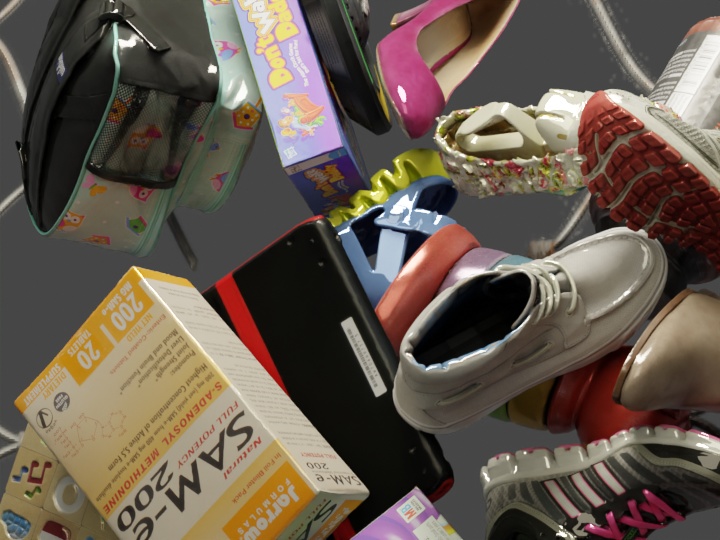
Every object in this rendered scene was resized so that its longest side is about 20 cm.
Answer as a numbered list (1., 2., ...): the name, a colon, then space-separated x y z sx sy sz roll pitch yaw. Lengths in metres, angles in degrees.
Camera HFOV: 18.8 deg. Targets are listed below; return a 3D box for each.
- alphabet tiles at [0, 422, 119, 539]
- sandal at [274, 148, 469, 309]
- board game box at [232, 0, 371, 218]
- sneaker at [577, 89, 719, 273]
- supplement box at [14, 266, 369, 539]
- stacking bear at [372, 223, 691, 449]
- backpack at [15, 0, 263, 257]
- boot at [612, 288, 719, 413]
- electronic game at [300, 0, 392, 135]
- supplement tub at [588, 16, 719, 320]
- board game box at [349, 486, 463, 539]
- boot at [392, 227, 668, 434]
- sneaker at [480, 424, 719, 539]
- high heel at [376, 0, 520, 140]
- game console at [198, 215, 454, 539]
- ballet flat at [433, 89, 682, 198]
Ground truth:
1. alphabet tiles: -0.171 0.175 1.439 0.166 0.006 0.200 19 90 27
2. sandal: 0.000 0.000 1.508 0.200 0.080 0.087 -39 59 -8
3. board game box: -0.047 -0.147 1.550 0.045 0.134 0.200 -19 70 5
4. sneaker: 0.214 -0.057 1.359 0.078 0.200 0.082 -27 40 46
5. supplement box: -0.109 0.112 1.375 0.126 0.074 0.200 -48 66 12
6. stacking bear: 0.121 0.060 1.415 0.200 0.121 0.114 27 76 20
7. backpack: -0.164 -0.112 1.567 0.200 0.153 0.176 -56 35 30
8. boot: 0.249 0.071 1.327 0.146 0.070 0.200 30 28 16
9. electronic game: -0.016 -0.192 1.559 0.042 0.200 0.200 -18 54 5
10. supplement tub: 0.223 -0.065 1.459 0.107 0.107 0.200 21 67 28
11. board game box: -0.003 0.248 1.328 0.200 0.105 0.103 -38 55 -8
12. boot: 0.108 0.025 1.323 0.200 0.096 0.074 -34 70 -14
13. sneaker: 0.154 0.152 1.337 0.200 0.074 0.088 -13 54 37
14. high heel: 0.068 -0.156 1.559 0.096 0.067 0.200 -19 19 14
15. game console: -0.046 0.090 1.409 0.177 0.031 0.200 -33 74 23
16. ballet flat: 0.121 -0.087 1.444 0.200 0.064 0.076 -9 43 47
